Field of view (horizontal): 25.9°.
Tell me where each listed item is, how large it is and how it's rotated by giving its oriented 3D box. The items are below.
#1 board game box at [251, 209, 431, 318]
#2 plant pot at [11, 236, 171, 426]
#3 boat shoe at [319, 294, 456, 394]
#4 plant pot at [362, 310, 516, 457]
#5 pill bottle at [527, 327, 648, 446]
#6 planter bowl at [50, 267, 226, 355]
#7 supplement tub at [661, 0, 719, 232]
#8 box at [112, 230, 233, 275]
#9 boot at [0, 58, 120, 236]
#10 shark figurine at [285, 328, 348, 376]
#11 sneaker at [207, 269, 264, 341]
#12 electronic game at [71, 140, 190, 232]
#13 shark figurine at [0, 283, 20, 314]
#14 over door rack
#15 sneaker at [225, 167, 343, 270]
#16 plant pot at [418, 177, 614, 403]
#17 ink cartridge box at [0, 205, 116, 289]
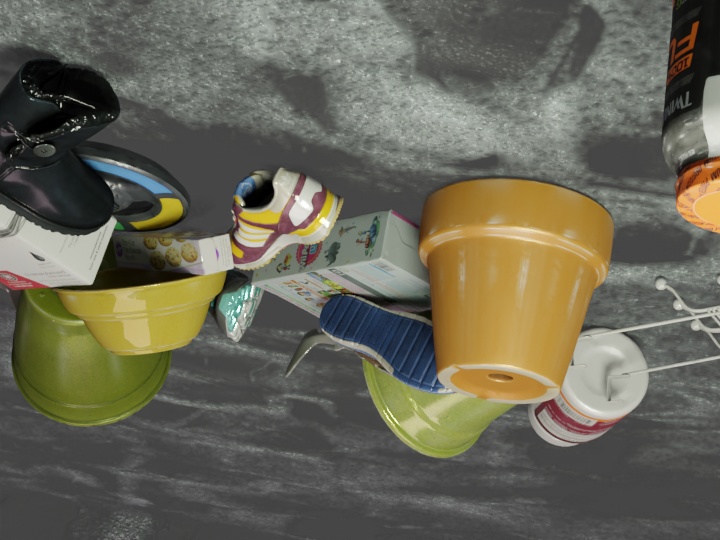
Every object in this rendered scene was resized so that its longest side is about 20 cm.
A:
[{"bbox_3d":[0.000,0.000,1.751,0.199,0.065,0.147,-11,151,40],"label":"board game box"},{"bbox_3d":[-0.331,0.053,1.883,0.199,0.201,0.193,8,148,1],"label":"plant pot"},{"bbox_3d":[0.048,0.084,1.711,0.200,0.072,0.072,29,174,36],"label":"boat shoe"},{"bbox_3d":[0.136,0.092,1.796,0.200,0.201,0.184,23,144,-35],"label":"plant pot"},{"bbox_3d":[0.280,0.153,1.973,0.113,0.115,0.200,10,160,-5],"label":"pill bottle"},{"bbox_3d":[-0.234,0.044,1.714,0.199,0.084,0.200,-6,-173,1],"label":"planter bowl"},{"bbox_3d":[0.272,-0.134,1.078,0.122,0.201,0.123,8,159,3],"label":"supplement tub"},{"bbox_3d":[-0.206,-0.021,1.707,0.039,0.042,0.200,-13,-169,-35],"label":"box"},{"bbox_3d":[-0.278,-0.114,1.490,0.200,0.077,0.168,24,140,-39],"label":"boot"},{"bbox_3d":[0.017,0.114,1.998,0.213,0.090,0.128,9,159,-5],"label":"shark figurine"},{"bbox_3d":[-0.165,0.031,1.832,0.091,0.078,0.200,21,180,-1],"label":"sneaker"},{"bbox_3d":[-0.279,-0.086,1.664,0.199,0.042,0.200,8,160,3],"label":"electronic game"},{"bbox_3d":[-0.477,0.009,1.939,0.127,0.090,0.215,7,158,8],"label":"shark figurine"},{"bbox_3d":[0.342,0.072,1.772,0.199,0.067,0.148,-24,148,19],"label":"over door rack"},{"bbox_3d":[-0.104,-0.062,1.631,0.090,0.075,0.200,35,148,-24],"label":"sneaker"},{"bbox_3d":[0.150,0.030,1.593,0.199,0.184,0.200,7,160,3],"label":"plant pot"},{"bbox_3d":[-0.379,-0.062,1.623,0.146,0.083,0.200,-4,150,42],"label":"ink cartridge box"}]
